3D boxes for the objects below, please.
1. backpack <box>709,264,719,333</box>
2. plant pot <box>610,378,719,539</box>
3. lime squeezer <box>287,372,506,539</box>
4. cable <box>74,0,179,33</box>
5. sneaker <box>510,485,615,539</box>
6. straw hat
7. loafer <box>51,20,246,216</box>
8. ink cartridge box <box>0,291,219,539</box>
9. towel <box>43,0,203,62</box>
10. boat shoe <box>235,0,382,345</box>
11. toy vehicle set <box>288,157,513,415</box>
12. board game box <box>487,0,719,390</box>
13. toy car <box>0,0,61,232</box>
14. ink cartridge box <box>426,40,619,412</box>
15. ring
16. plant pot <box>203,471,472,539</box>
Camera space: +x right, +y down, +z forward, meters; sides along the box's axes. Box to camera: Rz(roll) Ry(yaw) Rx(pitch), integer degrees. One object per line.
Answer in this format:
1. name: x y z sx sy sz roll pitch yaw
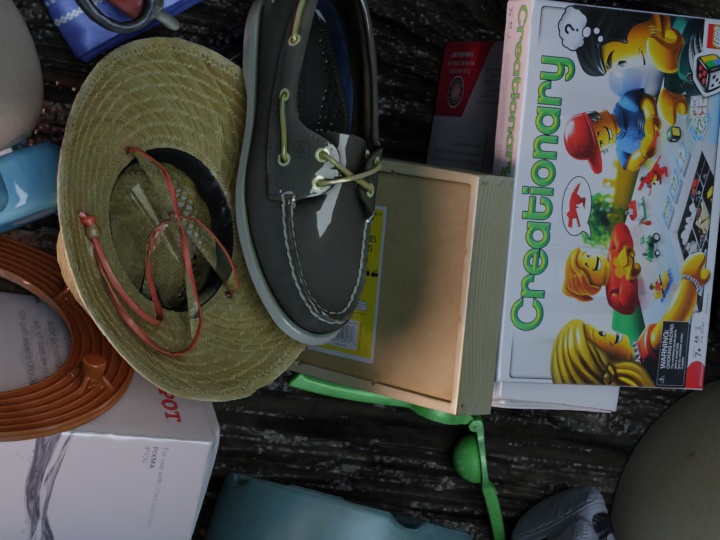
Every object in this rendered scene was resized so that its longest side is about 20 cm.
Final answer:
1. backpack: 0.326 0.013 1.234 0.199 0.154 0.164 25 82 3
2. plant pot: 0.273 0.173 1.227 0.198 0.134 0.203 -2 96 -18
3. lime squeezer: 0.050 0.112 1.198 0.071 0.038 0.200 -47 108 -8
4. cable: -0.171 -0.191 1.059 0.199 0.050 0.098 23 72 -21
5. sneaker: 0.128 0.219 1.162 0.075 0.200 0.116 -24 104 25
6. straw hat: -0.112 -0.017 1.040 0.200 0.085 0.203 23 57 -42
7. loafer: -0.098 -0.097 1.113 0.200 0.072 0.063 -40 102 -7
8. ink cartridge box: -0.188 0.079 1.052 0.198 0.147 0.083 7 115 -18
9. towel: -0.144 -0.236 1.110 0.144 0.024 0.201 -30 102 -10
10. boat shoe: -0.023 -0.064 1.042 0.072 0.060 0.204 10 68 -36
11. toy vehicle set: 0.000 0.000 1.088 0.026 0.199 0.126 1 97 -41
12. board game box: 0.131 -0.039 1.056 0.125 0.035 0.202 3 95 -20
13. toy car: -0.282 -0.087 1.031 0.198 0.177 0.186 -21 89 14
14. ink cartridge box: 0.096 -0.027 1.141 0.083 0.145 0.202 7 93 -22
15. ring: -0.213 0.023 1.025 0.198 0.201 0.019 6 120 -18
16. plant pot: -0.029 0.226 1.114 0.198 0.200 0.198 17 82 -19
